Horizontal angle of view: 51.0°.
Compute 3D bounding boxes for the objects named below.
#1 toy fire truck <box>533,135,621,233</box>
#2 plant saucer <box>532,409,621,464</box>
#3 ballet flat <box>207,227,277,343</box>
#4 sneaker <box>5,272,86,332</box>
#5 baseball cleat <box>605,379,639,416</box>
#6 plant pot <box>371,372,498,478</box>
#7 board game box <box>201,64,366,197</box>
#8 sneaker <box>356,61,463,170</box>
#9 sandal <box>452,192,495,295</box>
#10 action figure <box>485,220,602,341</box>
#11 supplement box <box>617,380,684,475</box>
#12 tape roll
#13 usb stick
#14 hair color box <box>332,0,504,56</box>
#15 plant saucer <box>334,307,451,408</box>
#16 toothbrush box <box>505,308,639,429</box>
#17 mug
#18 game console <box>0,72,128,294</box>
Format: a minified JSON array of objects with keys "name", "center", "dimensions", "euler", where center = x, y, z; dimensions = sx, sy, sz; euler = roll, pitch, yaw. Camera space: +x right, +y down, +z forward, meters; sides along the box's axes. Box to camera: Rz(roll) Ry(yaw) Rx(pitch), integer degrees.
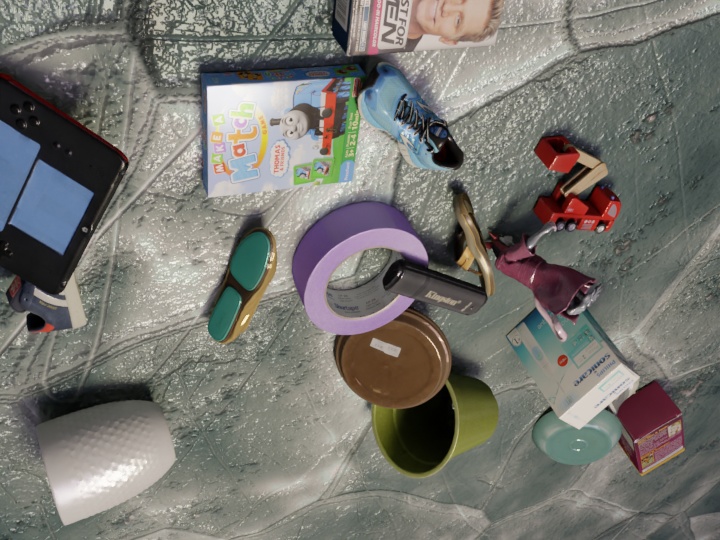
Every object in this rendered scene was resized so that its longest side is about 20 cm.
[{"name":"toy fire truck","center":[0.344,-0.132,1.189],"dimensions":[0.196,0.049,0.143],"euler":[1,129,-28]},{"name":"plant saucer","center":[0.482,0.375,1.674],"dimensions":[0.195,0.036,0.203],"euler":[3,132,3]},{"name":"ballet flat","center":[-0.159,0.017,1.068],"dimensions":[0.063,0.069,0.202],"euler":[-16,145,-54]},{"name":"sneaker","center":[-0.390,0.003,0.913],"dimensions":[0.083,0.075,0.203],"euler":[-14,135,-21]},{"name":"baseball cleat","center":[0.535,0.292,1.673],"dimensions":[0.104,0.070,0.203],"euler":[10,118,-21]},{"name":"plant pot","center":[0.151,0.259,1.367],"dimensions":[0.188,0.201,0.202],"euler":[6,128,-47]},{"name":"board game box","center":[-0.096,-0.172,0.934],"dimensions":[0.195,0.037,0.154],"euler":[-9,132,-20]},{"name":"sneaker","center":[0.073,-0.190,0.952],"dimensions":[0.199,0.089,0.079],"euler":[33,87,-48]},{"name":"sandal","center":[0.166,-0.037,1.169],"dimensions":[0.053,0.082,0.201],"euler":[-18,136,12]},{"name":"action figure","center":[0.272,0.009,1.187],"dimensions":[0.151,0.198,0.134],"euler":[-56,156,-9]},{"name":"supplement box","center":[0.682,0.377,1.787],"dimensions":[0.129,0.104,0.201],"euler":[-29,137,1]},{"name":"tape roll","center":[0.000,0.000,1.120],"dimensions":[0.196,0.066,0.203],"euler":[-14,134,-15]},{"name":"usb stick","center":[0.115,0.028,1.135],"dimensions":[0.197,0.033,0.056],"euler":[18,121,-39]},{"name":"hair color box","center":[0.070,-0.314,0.874],"dimensions":[0.195,0.061,0.102],"euler":[-11,134,-20]},{"name":"plant saucer","center":[0.051,0.149,1.235],"dimensions":[0.195,0.030,0.204],"euler":[5,118,9]},{"name":"toothbrush box","center":[0.377,0.155,1.358],"dimensions":[0.146,0.202,0.085],"euler":[-45,135,18]},{"name":"mug","center":[-0.377,0.279,1.138],"dimensions":[0.172,0.151,0.200],"euler":[-17,166,-22]},{"name":"game console","center":[-0.365,-0.090,0.815],"dimensions":[0.175,0.031,0.201],"euler":[34,114,-8]}]
